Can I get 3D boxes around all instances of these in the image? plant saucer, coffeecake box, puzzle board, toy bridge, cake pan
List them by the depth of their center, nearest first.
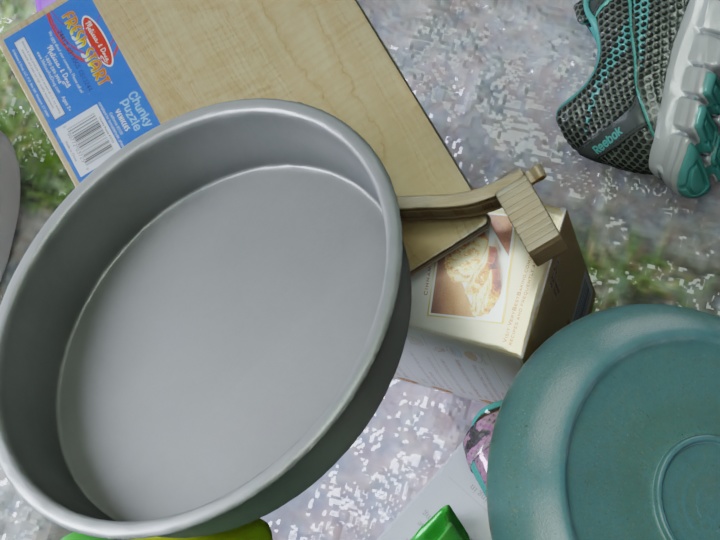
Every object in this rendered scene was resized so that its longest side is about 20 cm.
[{"bbox_3d":[-0.063,0.023,0.954,0.200,0.037,0.200,-17,53,24],"label":"cake pan"},{"bbox_3d":[-0.009,0.008,0.986,0.200,0.027,0.067,-31,71,5],"label":"toy bridge"},{"bbox_3d":[0.148,0.104,0.998,0.200,0.027,0.200,11,64,-23],"label":"plant saucer"},{"bbox_3d":[-0.054,-0.062,1.036,0.151,0.017,0.200,-32,72,3],"label":"puzzle board"},{"bbox_3d":[0.000,0.000,1.099,0.200,0.154,0.073,14,79,14],"label":"coffeecake box"}]

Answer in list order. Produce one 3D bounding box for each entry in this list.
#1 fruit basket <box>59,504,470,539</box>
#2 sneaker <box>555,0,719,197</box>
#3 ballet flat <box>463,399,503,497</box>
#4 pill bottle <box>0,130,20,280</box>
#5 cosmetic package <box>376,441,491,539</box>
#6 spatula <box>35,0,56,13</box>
[{"bbox_3d":[-0.024,0.149,0.968,0.216,0.216,0.156,43,88,17],"label":"fruit basket"},{"bbox_3d":[0.150,-0.137,1.148,0.091,0.078,0.200,10,72,26],"label":"sneaker"},{"bbox_3d":[0.145,0.085,1.068,0.200,0.069,0.071,-7,63,-19],"label":"ballet flat"},{"bbox_3d":[-0.285,-0.041,1.187,0.200,0.113,0.113,14,80,14],"label":"pill bottle"},{"bbox_3d":[0.025,0.189,1.092,0.102,0.074,0.200,42,89,18],"label":"cosmetic package"},{"bbox_3d":[-0.162,-0.197,1.201,0.056,0.021,0.200,-30,59,13],"label":"spatula"}]
